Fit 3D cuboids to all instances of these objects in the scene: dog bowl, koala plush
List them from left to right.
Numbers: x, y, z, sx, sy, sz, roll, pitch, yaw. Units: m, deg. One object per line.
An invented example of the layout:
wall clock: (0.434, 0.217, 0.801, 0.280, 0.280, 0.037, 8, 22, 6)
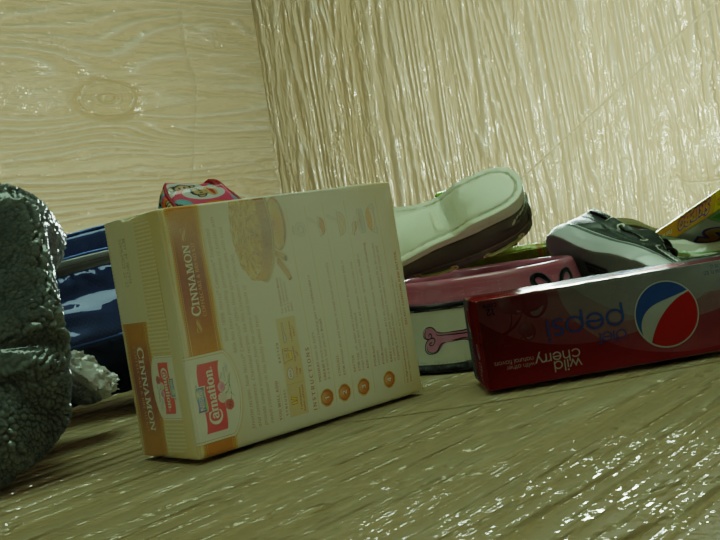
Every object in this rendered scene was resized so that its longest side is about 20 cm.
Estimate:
koala plush: (-0.262, 0.077, 0.739, 0.175, 0.186, 0.200, -21, -17, -11)
dog bowl: (0.111, 0.035, 0.932, 0.197, 0.075, 0.200, -10, 2, 0)

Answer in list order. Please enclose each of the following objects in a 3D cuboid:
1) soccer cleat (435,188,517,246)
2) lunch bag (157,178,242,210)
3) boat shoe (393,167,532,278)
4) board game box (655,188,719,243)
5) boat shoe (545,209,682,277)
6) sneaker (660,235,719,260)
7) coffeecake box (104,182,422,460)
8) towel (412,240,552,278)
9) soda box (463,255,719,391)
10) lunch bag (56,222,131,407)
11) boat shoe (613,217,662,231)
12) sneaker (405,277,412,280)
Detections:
soccer cleat: (0.120, -0.016, 1.073, 0.080, 0.068, 0.201, -7, -42, 10)
lunch bag: (-0.149, 0.016, 1.065, 0.081, 0.179, 0.200, -7, 27, -28)
boat shoe: (0.056, -0.024, 0.934, 0.199, 0.073, 0.060, -21, -42, 12)
board game box: (0.330, -0.026, 0.982, 0.094, 0.030, 0.200, 15, -26, -13)
boat shoe: (0.235, -0.009, 0.897, 0.056, 0.069, 0.200, -36, 31, -12)
sneaker: (0.314, 0.018, 0.915, 0.198, 0.078, 0.089, -6, 34, 33)
coffeecake box: (-0.061, 0.028, 0.725, 0.198, 0.156, 0.073, -10, 2, -42)
towel: (0.151, 0.020, 1.022, 0.197, 0.087, 0.018, -9, 14, 14)
soda box: (0.176, 0.035, 0.746, 0.197, 0.064, 0.070, -10, 1, -1)
lunch bag: (-0.256, 0.037, 0.982, 0.197, 0.134, 0.136, -15, -25, -13)
boat shoe: (0.300, -0.004, 1.115, 0.197, 0.073, 0.072, 5, 36, -20)
sneaker: (0.000, 0.000, 1.038, 0.080, 0.085, 0.199, 16, 24, 36)
